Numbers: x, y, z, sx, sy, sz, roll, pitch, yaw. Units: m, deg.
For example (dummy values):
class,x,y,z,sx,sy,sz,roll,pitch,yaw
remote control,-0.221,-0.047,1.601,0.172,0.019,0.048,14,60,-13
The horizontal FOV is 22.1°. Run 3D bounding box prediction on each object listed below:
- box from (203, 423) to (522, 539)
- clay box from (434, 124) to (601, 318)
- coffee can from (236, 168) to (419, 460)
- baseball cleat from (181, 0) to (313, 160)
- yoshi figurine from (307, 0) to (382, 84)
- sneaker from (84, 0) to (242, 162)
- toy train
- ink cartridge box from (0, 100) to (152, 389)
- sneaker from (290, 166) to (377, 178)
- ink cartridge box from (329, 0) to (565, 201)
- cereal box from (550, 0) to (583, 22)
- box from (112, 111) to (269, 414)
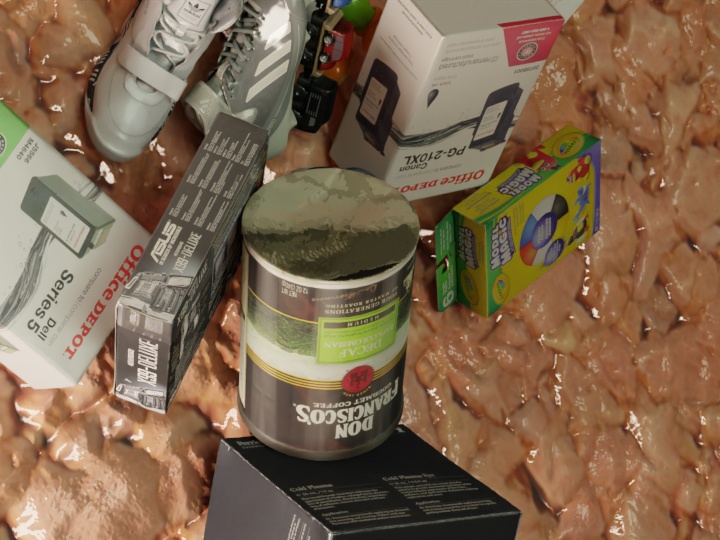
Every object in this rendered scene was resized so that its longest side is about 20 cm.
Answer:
class,x,y,z,sx,sy,sz,roll,pitch,yaw
box,0.000,0.218,1.566,0.199,0.182,0.105,-1,111,-34
clay box,0.151,-0.041,1.757,0.200,0.047,0.115,-37,139,-32
coffee can,-0.030,0.037,1.541,0.146,0.146,0.201,-29,140,-33
baseball cleat,-0.098,-0.177,1.575,0.106,0.070,0.201,-15,123,-30
yoshi figurine,-0.060,-0.255,1.626,0.112,0.112,0.200,-48,109,-21
sneaker,-0.163,-0.190,1.537,0.075,0.115,0.201,29,69,-17
toy train,-0.029,-0.200,1.601,0.046,0.201,0.034,25,42,11
ink cartridge box,-0.277,-0.021,1.467,0.200,0.084,0.146,42,64,-25
sneaker,0.000,0.000,1.641,0.070,0.108,0.201,-26,101,-33
ink cartridge box,0.074,-0.163,1.650,0.144,0.201,0.084,-13,52,-35
cereal box,0.142,-0.323,1.810,0.200,0.039,0.144,51,61,-20
box,-0.138,-0.005,1.501,0.050,0.158,0.201,22,60,5
